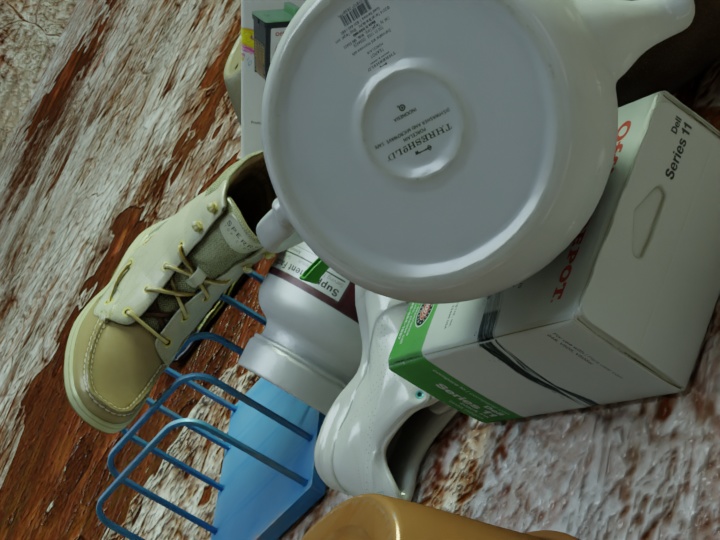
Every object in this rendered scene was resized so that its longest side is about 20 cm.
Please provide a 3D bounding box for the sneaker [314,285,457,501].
[{"bbox_3d":[0.038,0.054,1.126,0.088,0.075,0.201,14,90,53],"label":"sneaker"}]

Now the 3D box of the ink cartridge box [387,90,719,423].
[{"bbox_3d":[0.117,-0.001,0.993,0.200,0.083,0.147,-18,44,61],"label":"ink cartridge box"}]

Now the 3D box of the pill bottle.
[{"bbox_3d":[0.000,0.000,1.233,0.201,0.113,0.113,-60,20,-5],"label":"pill bottle"}]

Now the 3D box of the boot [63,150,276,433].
[{"bbox_3d":[-0.124,0.011,1.230,0.154,0.072,0.201,-33,25,41],"label":"boot"}]

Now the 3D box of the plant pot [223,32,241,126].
[{"bbox_3d":[-0.042,-0.175,1.564,0.200,0.134,0.201,-48,21,26],"label":"plant pot"}]

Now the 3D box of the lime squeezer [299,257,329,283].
[{"bbox_3d":[0.018,-0.081,1.159,0.038,0.070,0.201,-178,105,-77],"label":"lime squeezer"}]

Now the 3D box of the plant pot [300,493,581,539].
[{"bbox_3d":[0.030,0.198,0.825,0.200,0.140,0.201,-48,23,28],"label":"plant pot"}]

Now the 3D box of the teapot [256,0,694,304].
[{"bbox_3d":[0.049,-0.077,0.929,0.146,0.199,0.199,-15,-59,-67],"label":"teapot"}]

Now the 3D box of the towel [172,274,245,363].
[{"bbox_3d":[-0.157,0.003,1.744,0.144,0.023,0.200,-55,19,12],"label":"towel"}]

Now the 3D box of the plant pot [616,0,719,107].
[{"bbox_3d":[0.145,-0.167,1.072,0.200,0.186,0.188,122,167,-47],"label":"plant pot"}]

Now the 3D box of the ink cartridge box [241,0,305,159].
[{"bbox_3d":[-0.042,-0.174,1.353,0.145,0.083,0.201,-68,-19,-72],"label":"ink cartridge box"}]

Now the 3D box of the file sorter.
[{"bbox_3d":[-0.107,0.108,1.317,0.139,0.122,0.201,-45,23,30],"label":"file sorter"}]
